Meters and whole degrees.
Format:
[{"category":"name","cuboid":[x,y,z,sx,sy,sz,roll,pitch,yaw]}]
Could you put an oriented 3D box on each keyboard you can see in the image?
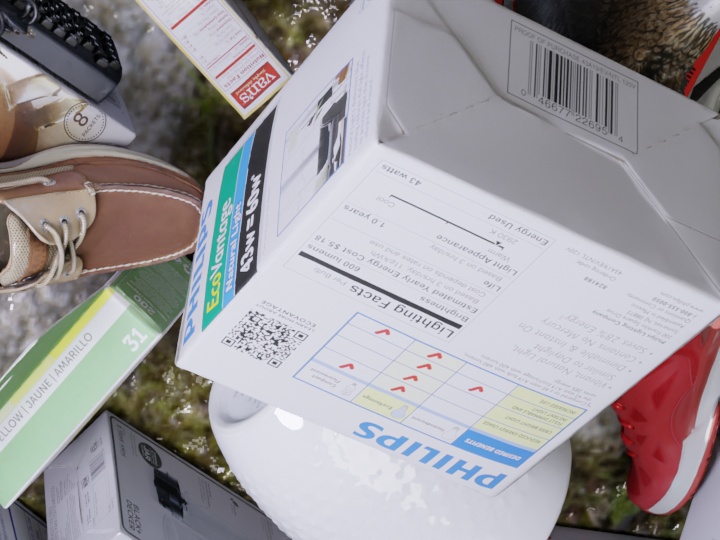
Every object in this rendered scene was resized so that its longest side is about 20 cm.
[{"category":"keyboard","cuboid":[-0.191,-0.157,1.129,0.200,0.104,0.040,34,113,-30]}]

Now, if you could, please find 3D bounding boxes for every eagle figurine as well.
[{"category":"eagle figurine","cuboid":[0.157,-0.142,1.191,0.150,0.201,0.152,-3,146,9]}]

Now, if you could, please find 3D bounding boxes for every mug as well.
[{"category":"mug","cuboid":[0.019,0.074,1.268,0.175,0.147,0.201,36,72,-27]}]

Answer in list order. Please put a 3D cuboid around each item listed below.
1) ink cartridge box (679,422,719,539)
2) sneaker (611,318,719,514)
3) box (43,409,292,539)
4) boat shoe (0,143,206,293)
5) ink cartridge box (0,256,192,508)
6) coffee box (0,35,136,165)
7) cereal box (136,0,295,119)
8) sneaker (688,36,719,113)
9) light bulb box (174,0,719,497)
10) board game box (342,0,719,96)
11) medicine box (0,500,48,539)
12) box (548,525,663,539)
[{"category":"ink cartridge box","cuboid":[0.297,0.129,1.413,0.144,0.085,0.201,19,87,-25]},{"category":"sneaker","cuboid":[0.165,0.069,1.383,0.115,0.079,0.201,9,130,-6]},{"category":"box","cuboid":[-0.092,0.183,1.332,0.200,0.117,0.060,36,111,-31]},{"category":"boat shoe","cuboid":[-0.171,-0.017,1.137,0.199,0.072,0.076,-3,121,-18]},{"category":"ink cartridge box","cuboid":[-0.165,0.067,1.197,0.048,0.200,0.146,41,111,-3]},{"category":"coffee box","cuboid":[-0.232,-0.095,1.164,0.200,0.080,0.113,33,104,-30]},{"category":"cereal box","cuboid":[-0.121,-0.178,1.119,0.039,0.144,0.200,-40,122,5]},{"category":"sneaker","cuboid":[0.197,-0.055,1.320,0.074,0.089,0.201,9,116,-23]},{"category":"light bulb box","cuboid":[0.043,-0.014,1.094,0.198,0.125,0.200,24,138,-20]},{"category":"board game box","cuboid":[0.094,-0.131,1.250,0.199,0.046,0.152,27,91,-28]},{"category":"medicine box","cuboid":[-0.246,0.185,1.249,0.103,0.182,0.200,-43,121,7]},{"category":"box","cuboid":[0.156,0.250,1.415,0.199,0.177,0.097,10,115,-22]}]
